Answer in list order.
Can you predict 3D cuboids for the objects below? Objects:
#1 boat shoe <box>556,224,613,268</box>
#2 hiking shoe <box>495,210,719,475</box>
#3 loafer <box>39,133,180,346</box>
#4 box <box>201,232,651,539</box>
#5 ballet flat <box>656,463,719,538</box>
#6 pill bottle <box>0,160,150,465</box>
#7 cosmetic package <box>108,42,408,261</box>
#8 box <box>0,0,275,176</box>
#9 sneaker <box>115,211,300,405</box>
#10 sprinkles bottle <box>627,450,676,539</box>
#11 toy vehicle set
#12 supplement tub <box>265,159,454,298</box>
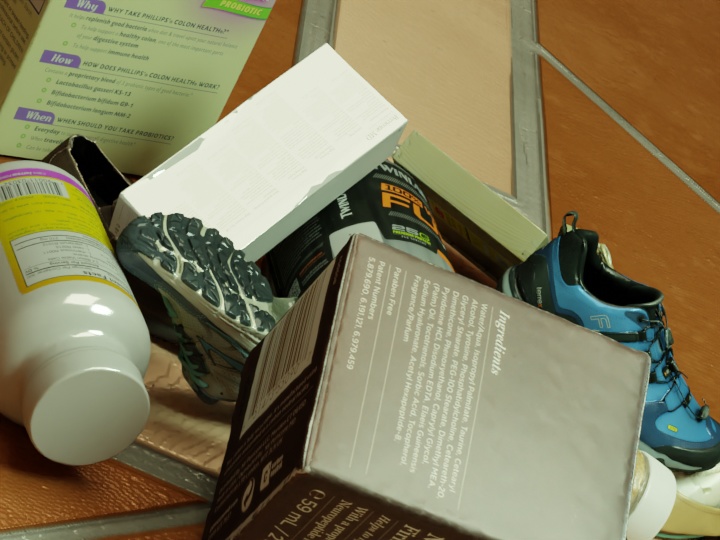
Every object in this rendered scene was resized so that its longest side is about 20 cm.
[{"bbox_3d":[0.168,0.016,1.925,0.063,0.073,0.201,17,-10,9],"label":"boat shoe"},{"bbox_3d":[0.184,0.057,1.779,0.200,0.087,0.074,42,32,-8],"label":"hiking shoe"},{"bbox_3d":[-0.148,-0.021,1.748,0.200,0.071,0.073,37,27,17],"label":"loafer"},{"bbox_3d":[0.037,0.113,1.520,0.200,0.166,0.165,22,54,-14],"label":"box"},{"bbox_3d":[0.257,0.155,1.848,0.200,0.063,0.069,11,30,-33],"label":"ballet flat"},{"bbox_3d":[-0.188,0.027,1.580,0.104,0.104,0.200,13,30,-30],"label":"pill bottle"},{"bbox_3d":[-0.067,-0.063,1.737,0.083,0.051,0.200,43,58,13],"label":"cosmetic package"},{"bbox_3d":[-0.174,-0.179,1.865,0.176,0.200,0.097,7,33,-37],"label":"box"},{"bbox_3d":[-0.088,0.043,1.637,0.200,0.086,0.078,38,25,-32],"label":"sneaker"},{"bbox_3d":[0.117,0.111,1.727,0.200,0.068,0.068,35,21,-22],"label":"sprinkles bottle"},{"bbox_3d":[0.087,-0.034,1.940,0.124,0.027,0.200,39,-5,11],"label":"toy vehicle set"},{"bbox_3d":[0.000,0.000,1.803,0.122,0.123,0.200,17,28,-23],"label":"supplement tub"}]
